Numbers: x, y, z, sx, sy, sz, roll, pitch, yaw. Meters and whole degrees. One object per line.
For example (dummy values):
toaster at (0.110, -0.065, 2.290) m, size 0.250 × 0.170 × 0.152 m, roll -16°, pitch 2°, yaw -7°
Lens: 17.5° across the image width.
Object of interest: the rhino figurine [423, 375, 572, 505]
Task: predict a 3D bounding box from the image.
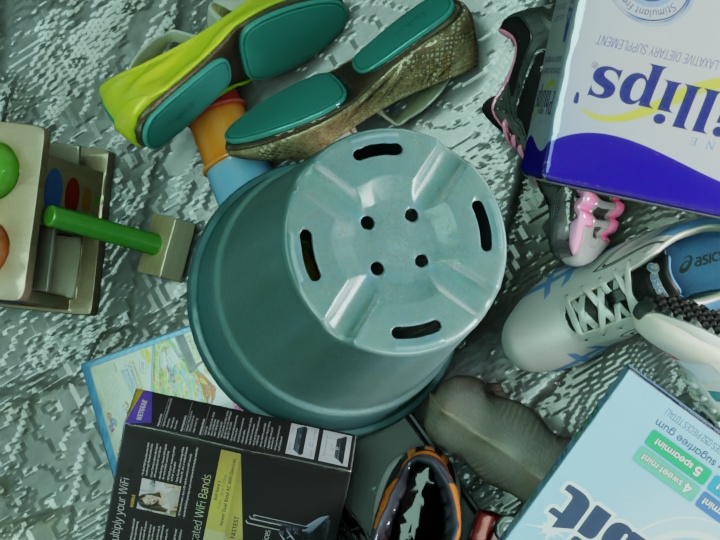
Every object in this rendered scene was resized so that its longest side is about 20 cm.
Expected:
rhino figurine at (0.126, 0.136, 1.606) m, size 0.200 × 0.087 × 0.060 m, roll 33°, pitch 94°, yaw 15°

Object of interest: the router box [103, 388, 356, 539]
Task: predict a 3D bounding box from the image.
router box at (-0.099, 0.193, 1.616) m, size 0.157 × 0.052 × 0.201 m, roll 13°, pitch 116°, yaw -2°

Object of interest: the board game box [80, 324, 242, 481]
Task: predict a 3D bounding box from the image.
board game box at (-0.111, 0.142, 1.696) m, size 0.134 × 0.034 × 0.201 m, roll -19°, pitch 80°, yaw 13°

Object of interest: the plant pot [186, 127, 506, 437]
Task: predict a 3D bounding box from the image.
plant pot at (0.000, 0.000, 1.560) m, size 0.199 × 0.196 × 0.201 m, roll 3°, pitch 77°, yaw -14°

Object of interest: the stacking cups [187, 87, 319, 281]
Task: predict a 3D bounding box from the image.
stacking cups at (-0.086, -0.061, 1.694) m, size 0.060 × 0.060 × 0.201 m, roll -25°, pitch 79°, yaw 11°

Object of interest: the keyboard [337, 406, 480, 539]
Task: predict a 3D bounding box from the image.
keyboard at (0.020, 0.167, 1.663) m, size 0.104 × 0.040 × 0.200 m, roll -34°, pitch 84°, yaw -1°

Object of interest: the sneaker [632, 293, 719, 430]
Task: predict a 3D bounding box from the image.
sneaker at (0.255, 0.096, 1.563) m, size 0.199 × 0.070 × 0.094 m, roll 30°, pitch 102°, yaw -10°

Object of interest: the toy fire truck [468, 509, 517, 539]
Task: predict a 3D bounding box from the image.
toy fire truck at (0.151, 0.258, 1.600) m, size 0.199 × 0.049 × 0.142 m, roll 19°, pitch 88°, yaw 10°

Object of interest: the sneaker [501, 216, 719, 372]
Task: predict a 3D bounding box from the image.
sneaker at (0.185, 0.013, 1.611) m, size 0.199 × 0.072 × 0.072 m, roll -24°, pitch 81°, yaw 13°

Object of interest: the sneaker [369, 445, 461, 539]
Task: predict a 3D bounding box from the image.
sneaker at (0.024, 0.217, 1.583) m, size 0.077 × 0.112 × 0.201 m, roll 6°, pitch 86°, yaw 2°

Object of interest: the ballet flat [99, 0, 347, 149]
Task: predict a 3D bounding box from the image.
ballet flat at (-0.102, -0.159, 1.674) m, size 0.200 × 0.067 × 0.067 m, roll -35°, pitch 56°, yaw -25°

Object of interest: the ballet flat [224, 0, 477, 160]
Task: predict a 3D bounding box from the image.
ballet flat at (0.000, -0.119, 1.668) m, size 0.200 × 0.071 × 0.065 m, roll -30°, pitch 122°, yaw 4°

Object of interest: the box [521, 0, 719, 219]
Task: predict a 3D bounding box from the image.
box at (0.217, -0.139, 1.522) m, size 0.183 × 0.105 × 0.201 m, roll 11°, pitch 94°, yaw -6°

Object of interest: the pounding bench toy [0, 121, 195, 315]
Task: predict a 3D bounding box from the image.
pounding bench toy at (-0.234, -0.036, 1.683) m, size 0.199 × 0.156 × 0.125 m, roll 6°, pitch 86°, yaw 15°

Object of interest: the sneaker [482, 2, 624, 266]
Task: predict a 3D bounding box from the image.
sneaker at (0.132, -0.098, 1.636) m, size 0.095 × 0.079 × 0.201 m, roll -5°, pitch 72°, yaw 21°

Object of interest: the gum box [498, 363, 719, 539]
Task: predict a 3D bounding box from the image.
gum box at (0.185, 0.192, 1.536) m, size 0.170 × 0.045 × 0.200 m, roll 35°, pitch 95°, yaw 2°
